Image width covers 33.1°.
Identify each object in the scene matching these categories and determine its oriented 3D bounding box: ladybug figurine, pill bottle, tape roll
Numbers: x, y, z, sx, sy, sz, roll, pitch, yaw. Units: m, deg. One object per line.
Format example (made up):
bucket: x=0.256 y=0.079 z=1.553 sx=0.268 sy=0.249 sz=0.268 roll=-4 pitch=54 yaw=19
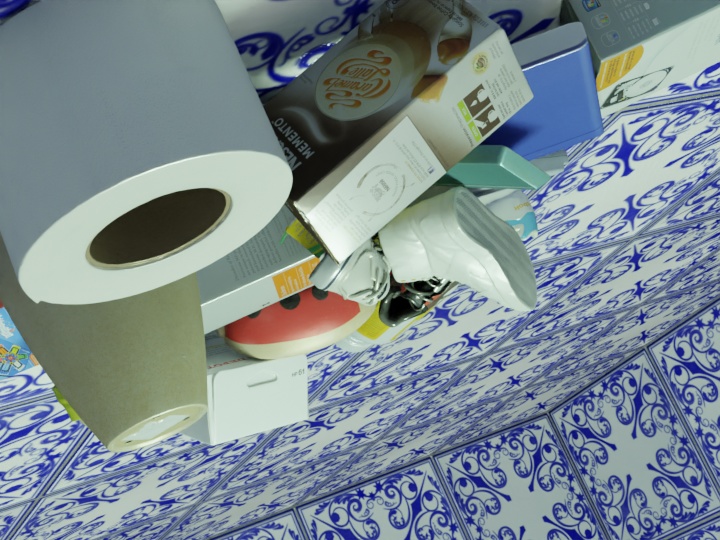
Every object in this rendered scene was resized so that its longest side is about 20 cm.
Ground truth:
ladybug figurine: x=-0.071 y=0.028 z=1.364 sx=0.198 sy=0.136 sz=0.073 roll=-24 pitch=136 yaw=-16
pill bottle: x=0.033 y=0.023 z=1.509 sx=0.111 sy=0.113 sz=0.200 roll=-11 pitch=159 yaw=-40
tape roll: x=-0.162 y=-0.085 z=0.836 sx=0.200 sy=0.141 sz=0.203 roll=-23 pitch=164 yaw=-7

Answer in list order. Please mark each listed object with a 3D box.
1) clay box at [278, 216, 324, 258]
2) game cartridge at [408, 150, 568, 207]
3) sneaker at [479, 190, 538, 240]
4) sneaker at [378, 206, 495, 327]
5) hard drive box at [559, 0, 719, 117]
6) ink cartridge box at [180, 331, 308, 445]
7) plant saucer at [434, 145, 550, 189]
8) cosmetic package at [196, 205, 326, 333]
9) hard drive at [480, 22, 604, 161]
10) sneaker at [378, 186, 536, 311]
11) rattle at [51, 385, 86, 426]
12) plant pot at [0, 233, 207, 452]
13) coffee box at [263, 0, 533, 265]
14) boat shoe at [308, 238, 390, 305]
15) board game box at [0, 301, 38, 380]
clay box: x=0.001 y=-0.093 z=1.128 sx=0.200 sy=0.047 sz=0.115 roll=-47 pitch=-172 yaw=49
game cartridge: x=0.110 y=-0.094 z=1.294 sx=0.198 sy=0.041 sz=0.133 roll=-16 pitch=-178 yaw=31
sneaker: x=0.144 y=-0.033 z=1.561 sx=0.076 sy=0.082 sz=0.200 roll=-11 pitch=159 yaw=-45
sneaker: x=0.084 y=0.004 z=1.325 sx=0.200 sy=0.077 sz=0.082 roll=-49 pitch=-172 yaw=46
hard drive box: x=0.293 y=-0.240 z=1.155 sx=0.198 sy=0.078 sz=0.156 roll=-26 pitch=164 yaw=-1
ink cartridge box: x=-0.173 y=0.130 z=1.407 sx=0.143 sy=0.086 sz=0.198 roll=-10 pitch=-168 yaw=-40
plant saucer: x=0.088 y=-0.098 z=1.156 sx=0.069 sy=0.019 sz=0.199 roll=26 pitch=168 yaw=-36
cosmetic package: x=-0.135 y=0.003 z=1.271 sx=0.198 sy=0.072 sz=0.102 roll=-24 pitch=164 yaw=-4
hard drive: x=0.148 y=-0.147 z=1.088 sx=0.130 sy=0.026 sz=0.200 roll=-19 pitch=161 yaw=10
sneaker: x=0.097 y=-0.013 z=1.249 sx=0.114 sy=0.075 sz=0.200 roll=-14 pitch=142 yaw=31
rattle: x=-0.244 y=0.088 z=1.299 sx=0.143 sy=0.131 sz=0.200 roll=-42 pitch=166 yaw=8
plant pot: x=-0.212 y=0.048 z=1.063 sx=0.185 sy=0.202 sz=0.188 roll=-23 pitch=164 yaw=-7
coffee box: x=0.016 y=-0.119 z=0.927 sx=0.199 sy=0.114 sz=0.080 roll=-41 pitch=136 yaw=-3
boat shoe: x=0.000 y=0.000 z=1.201 sx=0.071 sy=0.070 sz=0.200 roll=-51 pitch=177 yaw=4
board game box: x=-0.387 y=0.078 z=1.217 sx=0.102 sy=0.020 sz=0.200 roll=-21 pitch=163 yaw=-11
